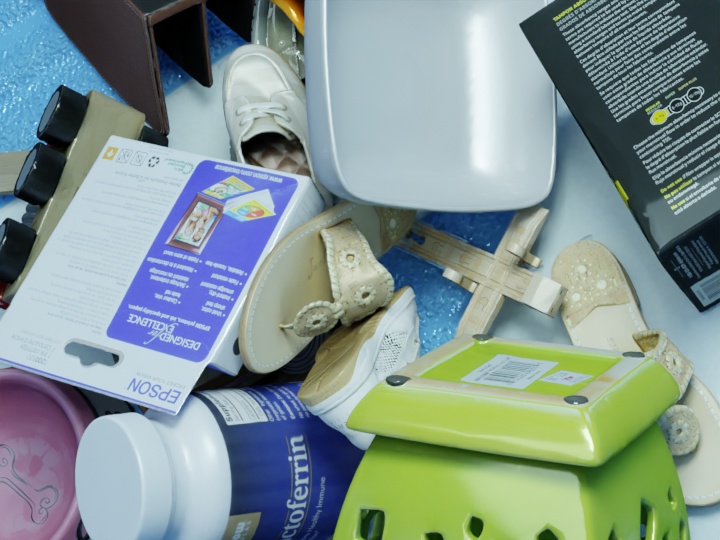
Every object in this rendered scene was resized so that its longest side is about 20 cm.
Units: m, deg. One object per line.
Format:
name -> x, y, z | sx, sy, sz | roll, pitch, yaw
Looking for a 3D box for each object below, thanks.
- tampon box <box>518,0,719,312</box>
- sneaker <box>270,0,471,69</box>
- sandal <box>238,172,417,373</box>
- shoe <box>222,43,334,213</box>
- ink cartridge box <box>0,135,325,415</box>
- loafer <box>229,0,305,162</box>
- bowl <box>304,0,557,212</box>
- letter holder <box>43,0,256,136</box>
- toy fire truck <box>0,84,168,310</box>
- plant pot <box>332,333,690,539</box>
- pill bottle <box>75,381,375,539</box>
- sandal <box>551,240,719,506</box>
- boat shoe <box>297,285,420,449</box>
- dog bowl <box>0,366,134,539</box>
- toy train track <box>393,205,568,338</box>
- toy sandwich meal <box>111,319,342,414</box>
tampon box -> 0.223, -0.102, 1.394 | 0.126, 0.150, 0.201 | -32, 64, 10
sneaker -> -0.002, -0.190, 1.527 | 0.199, 0.078, 0.077 | 33, 55, 2
sandal -> -0.002, -0.005, 1.413 | 0.069, 0.078, 0.212 | 5, 37, 35
shoe -> -0.055, -0.079, 1.503 | 0.069, 0.053, 0.201 | -16, 79, -4
ink cartridge box -> -0.149, 0.006, 1.446 | 0.197, 0.043, 0.201 | 14, 64, 35
loafer -> -0.050, -0.164, 1.585 | 0.069, 0.075, 0.201 | 9, 79, 9
bowl -> 0.042, -0.137, 1.440 | 0.074, 0.199, 0.201 | -10, 81, 58
letter holder -> -0.175, -0.223, 1.641 | 0.100, 0.143, 0.200 | -28, 53, -22
toy fire truck -> -0.262, -0.046, 1.615 | 0.200, 0.128, 0.177 | -22, 47, 64
plant pot -> 0.099, 0.147, 1.309 | 0.198, 0.200, 0.183 | 7, 104, 25
pill bottle -> -0.090, 0.140, 1.414 | 0.115, 0.199, 0.117 | 7, 98, 54
sandal -> 0.183, 0.066, 1.396 | 0.077, 0.070, 0.213 | -32, 64, 11
boat shoe -> 0.010, 0.072, 1.417 | 0.071, 0.200, 0.069 | -34, 98, 23
dog bowl -> -0.265, 0.164, 1.566 | 0.199, 0.074, 0.202 | -7, 72, 22
toy train track -> 0.065, -0.014, 1.476 | 0.199, 0.032, 0.115 | 25, 87, 42
toy sandwich meal -> -0.100, 0.028, 1.538 | 0.204, 0.070, 0.207 | -7, 71, 21
